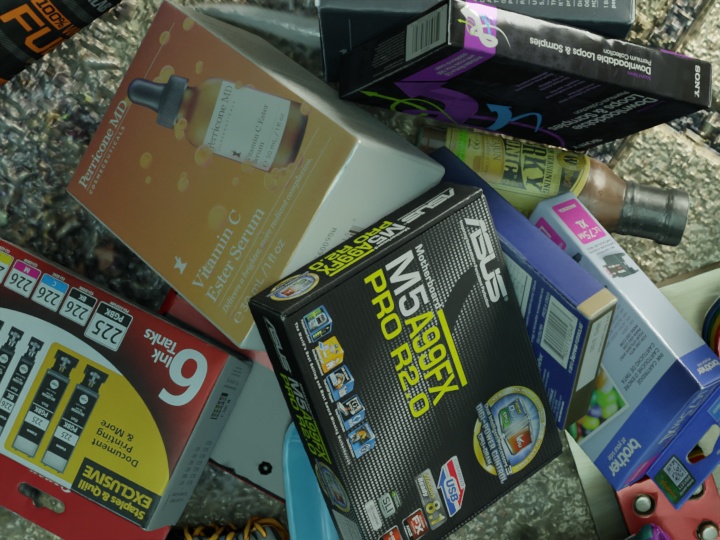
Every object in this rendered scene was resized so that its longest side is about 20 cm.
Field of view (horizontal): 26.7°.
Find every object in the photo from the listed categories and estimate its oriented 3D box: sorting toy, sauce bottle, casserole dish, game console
[{"bbox_3d":[0.249,0.108,1.092,0.198,0.070,0.200,-19,98,4],"label":"sorting toy"},{"bbox_3d":[0.132,-0.056,1.073,0.198,0.065,0.065,10,99,-2],"label":"sauce bottle"},{"bbox_3d":[-0.002,0.185,1.052,0.039,0.121,0.202,1,76,-36],"label":"casserole dish"},{"bbox_3d":[-0.059,0.072,1.117,0.199,0.031,0.178,29,92,-4],"label":"game console"}]

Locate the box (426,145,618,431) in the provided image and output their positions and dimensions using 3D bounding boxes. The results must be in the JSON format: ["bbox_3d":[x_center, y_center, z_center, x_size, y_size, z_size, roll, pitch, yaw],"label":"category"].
[{"bbox_3d":[0.084,0.002,1.013,0.032,0.122,0.200,-31,58,-26],"label":"box"}]

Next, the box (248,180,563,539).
[{"bbox_3d":[0.034,0.069,0.955,0.160,0.044,0.201,-30,116,-24],"label":"box"}]

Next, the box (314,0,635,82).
[{"bbox_3d":[0.073,-0.192,0.999,0.198,0.148,0.108,2,80,0],"label":"box"}]

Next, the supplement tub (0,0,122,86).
[{"bbox_3d":[-0.237,-0.206,1.028,0.199,0.123,0.123,-34,97,7],"label":"supplement tub"}]

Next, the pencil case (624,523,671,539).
[{"bbox_3d":[0.139,0.241,1.068,0.199,0.093,0.085,-21,139,28],"label":"pencil case"}]

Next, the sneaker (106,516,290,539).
[{"bbox_3d":[-0.090,0.215,1.118,0.198,0.078,0.078,17,92,-9],"label":"sneaker"}]

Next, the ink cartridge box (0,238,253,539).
[{"bbox_3d":[-0.204,0.097,1.057,0.199,0.084,0.177,25,87,10],"label":"ink cartridge box"}]

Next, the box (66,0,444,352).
[{"bbox_3d":[-0.073,-0.059,1.003,0.200,0.106,0.153,37,104,33],"label":"box"}]

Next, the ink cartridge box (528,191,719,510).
[{"bbox_3d":[0.166,0.059,1.019,0.200,0.042,0.120,50,136,21],"label":"ink cartridge box"}]

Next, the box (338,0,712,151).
[{"bbox_3d":[0.105,-0.121,0.976,0.198,0.143,0.036,7,79,-27],"label":"box"}]
